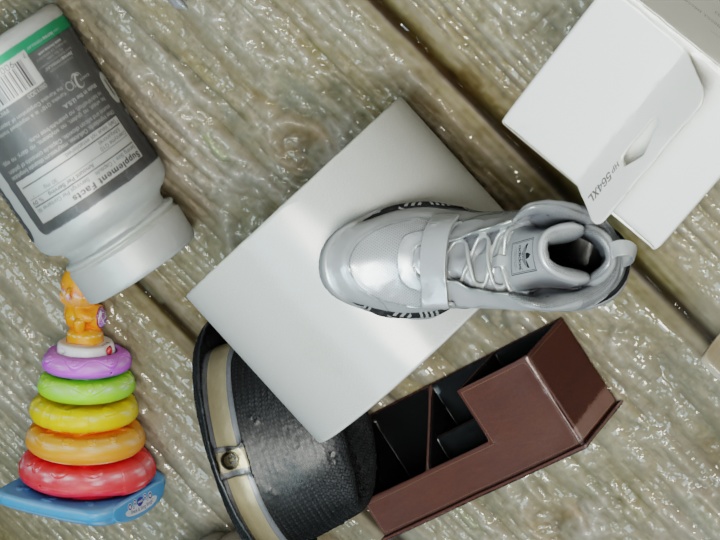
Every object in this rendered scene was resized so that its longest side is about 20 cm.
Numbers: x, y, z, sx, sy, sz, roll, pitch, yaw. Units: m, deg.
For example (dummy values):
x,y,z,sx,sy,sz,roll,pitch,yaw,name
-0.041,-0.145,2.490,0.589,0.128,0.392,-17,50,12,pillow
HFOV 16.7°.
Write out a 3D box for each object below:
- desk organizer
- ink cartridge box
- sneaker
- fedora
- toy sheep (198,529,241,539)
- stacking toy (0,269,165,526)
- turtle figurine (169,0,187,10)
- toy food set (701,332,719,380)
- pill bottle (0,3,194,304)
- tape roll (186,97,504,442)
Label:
x,y,z,sx,sy,sz,roll,pitch,yaw,name
0.081,0.115,1.768,0.200,0.072,0.077,-29,97,36,desk organizer
0.191,-0.122,1.498,0.125,0.200,0.129,39,127,4,ink cartridge box
0.075,-0.010,1.516,0.199,0.115,0.076,0,86,-3,sneaker
-0.045,0.119,1.782,0.091,0.201,0.201,-19,107,16,fedora
-0.105,0.270,1.913,0.199,0.138,0.138,-17,107,22,toy sheep
-0.214,0.090,1.909,0.109,0.116,0.201,8,105,24,stacking toy
-0.214,-0.280,1.669,0.193,0.144,0.201,24,121,20,turtle figurine
0.334,0.041,1.597,0.143,0.060,0.200,42,127,3,toy food set
-0.214,-0.083,1.793,0.113,0.113,0.200,-26,102,36,pill bottle
0.000,0.000,1.668,0.139,0.203,0.203,47,127,-1,tape roll
